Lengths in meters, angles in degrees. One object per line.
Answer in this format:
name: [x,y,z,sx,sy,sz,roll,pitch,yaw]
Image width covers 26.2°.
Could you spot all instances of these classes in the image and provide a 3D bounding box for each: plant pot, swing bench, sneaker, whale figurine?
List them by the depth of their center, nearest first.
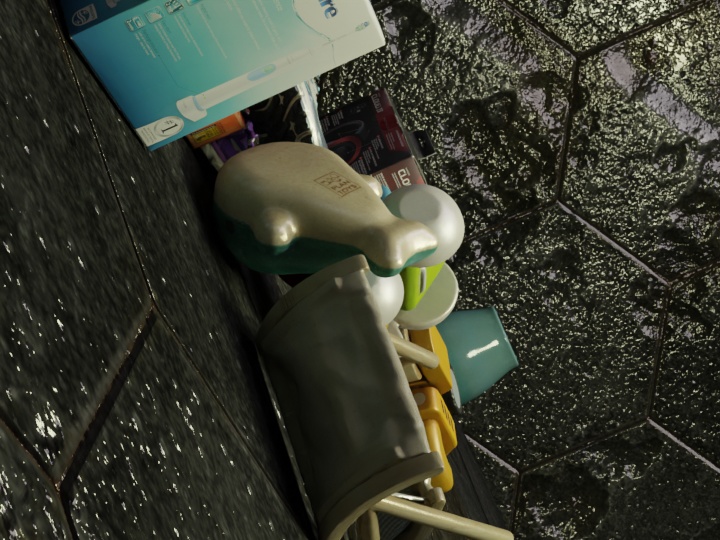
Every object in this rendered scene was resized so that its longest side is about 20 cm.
swing bench: [0.007,0.131,1.245,0.200,0.130,0.199,51,16,-54]
whale figurine: [-0.034,-0.033,1.319,0.159,0.200,0.104,-30,138,-50]
sneaker: [-0.062,-0.187,1.416,0.078,0.086,0.200,-31,-102,50]
sneaker: [-0.120,-0.151,1.443,0.081,0.083,0.200,55,13,-70]
plant pot: [0.211,0.168,3.134,0.200,0.188,0.200,-23,90,-85]

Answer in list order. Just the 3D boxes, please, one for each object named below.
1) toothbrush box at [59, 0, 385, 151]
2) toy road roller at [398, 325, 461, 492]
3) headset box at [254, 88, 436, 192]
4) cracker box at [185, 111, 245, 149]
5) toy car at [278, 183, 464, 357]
toothbrush box: [-0.100,-0.194,1.124,0.146,0.200,0.085,59,9,-56]
toy road roller: [0.037,0.147,1.578,0.200,0.123,0.146,62,18,-56]
headset box: [-0.019,-0.100,1.632,0.149,0.200,0.075,-109,174,-53]
cracker box: [-0.172,-0.226,1.375,0.134,0.058,0.200,62,7,-62]
toy car: [0.000,0.000,1.442,0.150,0.200,0.175,35,-24,20]
